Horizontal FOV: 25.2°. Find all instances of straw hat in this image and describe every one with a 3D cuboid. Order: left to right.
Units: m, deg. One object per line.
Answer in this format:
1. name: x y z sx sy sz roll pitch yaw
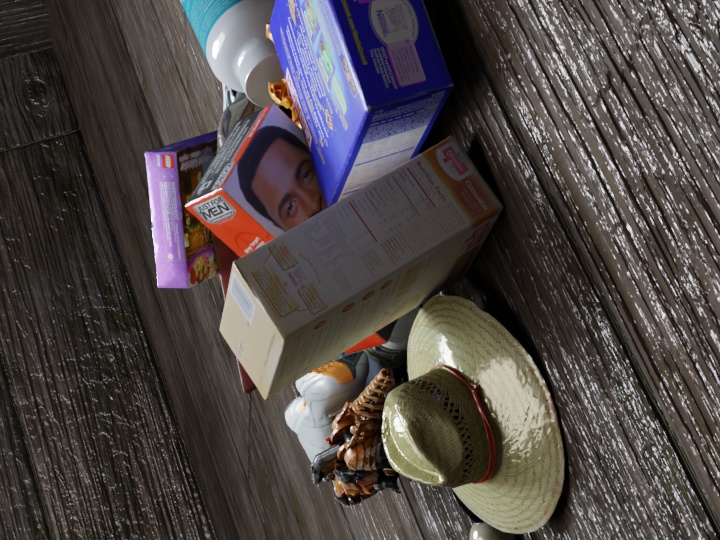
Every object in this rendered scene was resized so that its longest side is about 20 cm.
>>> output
1. straw hat: 0.063 0.125 1.258 0.201 0.085 0.203 31 129 48

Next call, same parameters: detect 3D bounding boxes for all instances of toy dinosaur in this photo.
1. toy dinosaur: 0.021 0.155 1.456 0.200 0.134 0.103 122 132 -71

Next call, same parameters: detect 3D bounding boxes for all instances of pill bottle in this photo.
1. pill bottle: -0.113 -0.254 1.604 0.111 0.110 0.201 92 159 -49

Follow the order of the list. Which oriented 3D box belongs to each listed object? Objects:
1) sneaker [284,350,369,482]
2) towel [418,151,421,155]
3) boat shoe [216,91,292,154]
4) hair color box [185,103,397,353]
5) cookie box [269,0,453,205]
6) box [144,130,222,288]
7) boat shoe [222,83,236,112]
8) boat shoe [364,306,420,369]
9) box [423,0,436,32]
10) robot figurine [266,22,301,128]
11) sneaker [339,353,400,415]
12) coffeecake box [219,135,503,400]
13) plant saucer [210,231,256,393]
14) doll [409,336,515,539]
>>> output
1. sneaker: -0.018 0.144 1.541 0.200 0.075 0.093 110 138 -68
2. towel: 0.026 -0.103 1.413 0.201 0.018 0.087 -121 20 -46
3. boat shoe: -0.093 -0.160 1.646 0.201 0.071 0.076 -75 -10 -50
4. hair color box: -0.041 -0.033 1.357 0.200 0.102 0.061 42 146 -22
5. cookie box: -0.006 -0.169 1.254 0.200 0.075 0.173 120 134 -70
6. box: -0.153 -0.070 1.665 0.200 0.039 0.138 -30 -61 -64
7. boat shoe: -0.116 -0.184 1.786 0.068 0.071 0.202 -171 73 -76
8. boat shoe: -0.003 0.001 1.519 0.060 0.071 0.203 105 144 -55
9. box: 0.015 -0.237 1.307 0.164 0.021 0.201 89 161 -45
10. robot figurine: -0.028 -0.136 1.438 0.146 0.058 0.201 90 160 -46
11. sneaker: -0.013 0.124 1.650 0.201 0.087 0.075 99 152 -59
12. coffeecake box: -0.003 0.000 1.238 0.073 0.199 0.154 55 161 13
13. plant saucer: -0.087 0.000 1.729 0.200 0.036 0.201 -49 -45 -56
14. doll: 0.091 0.151 1.354 0.136 0.048 0.202 12 116 67
